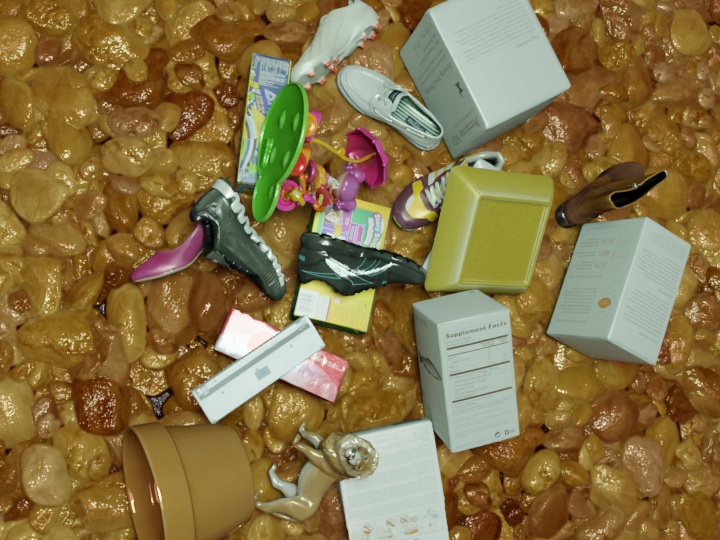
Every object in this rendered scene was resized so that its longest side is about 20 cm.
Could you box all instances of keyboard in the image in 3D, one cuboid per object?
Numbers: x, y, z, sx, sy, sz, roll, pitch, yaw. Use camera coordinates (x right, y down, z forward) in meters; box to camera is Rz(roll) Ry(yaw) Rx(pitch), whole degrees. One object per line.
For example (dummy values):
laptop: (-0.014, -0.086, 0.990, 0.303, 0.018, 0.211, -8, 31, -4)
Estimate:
keyboard: (-0.146, 0.142, 1.148, 0.198, 0.011, 0.057, -34, 98, -10)

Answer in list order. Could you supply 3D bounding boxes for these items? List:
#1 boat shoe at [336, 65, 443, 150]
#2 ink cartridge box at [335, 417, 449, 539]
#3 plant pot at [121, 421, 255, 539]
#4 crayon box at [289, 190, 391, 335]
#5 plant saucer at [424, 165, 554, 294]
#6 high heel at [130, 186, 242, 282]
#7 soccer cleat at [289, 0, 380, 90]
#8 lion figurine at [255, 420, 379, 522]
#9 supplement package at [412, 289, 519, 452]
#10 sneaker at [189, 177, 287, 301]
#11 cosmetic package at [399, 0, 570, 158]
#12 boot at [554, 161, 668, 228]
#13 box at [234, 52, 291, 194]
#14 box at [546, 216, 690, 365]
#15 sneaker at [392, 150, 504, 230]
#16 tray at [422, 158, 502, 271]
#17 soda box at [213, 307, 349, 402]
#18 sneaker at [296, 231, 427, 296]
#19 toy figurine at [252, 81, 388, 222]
boat shoe: (0.054, -0.272, 1.275, 0.198, 0.067, 0.074, 31, 77, -7)
ink cartridge box: (0.046, 0.341, 1.212, 0.157, 0.047, 0.204, -9, 88, -13)
plant pot: (-0.233, 0.297, 1.089, 0.138, 0.199, 0.204, -10, 85, -29)
crayon box: (-0.031, -0.012, 1.229, 0.117, 0.058, 0.204, 14, 80, -11)
plant saucer: (0.211, -0.050, 1.227, 0.197, 0.048, 0.203, 2, 109, -27)
high heel: (-0.260, -0.057, 1.175, 0.198, 0.067, 0.097, -26, 99, -19)
soccer cleat: (-0.052, -0.362, 1.265, 0.078, 0.069, 0.200, 44, 66, 4)
lion figurine: (-0.068, 0.305, 1.156, 0.122, 0.073, 0.201, 36, 109, -2)
supplement package: (0.157, 0.147, 1.191, 0.115, 0.117, 0.204, -11, 105, -12)
sneaker: (-0.184, -0.028, 1.158, 0.090, 0.066, 0.202, -39, 112, -25)
cosmetic package: (0.193, -0.321, 1.260, 0.165, 0.167, 0.202, -27, 89, -15)
boot: (0.424, -0.140, 1.271, 0.186, 0.200, 0.069, -23, 88, -14)
box: (-0.151, -0.222, 1.222, 0.063, 0.070, 0.204, 8, 81, -12)
box: (0.410, 0.033, 1.263, 0.105, 0.152, 0.203, 25, 79, -22)
sneaker: (0.139, -0.135, 1.264, 0.199, 0.090, 0.076, -34, 90, -15)
tray: (0.180, -0.064, 1.248, 0.106, 0.022, 0.202, 21, 100, -31)
soda box: (-0.119, 0.128, 1.190, 0.197, 0.063, 0.071, 25, 79, -8)
sneaker: (0.000, 0.000, 1.177, 0.196, 0.075, 0.081, 14, 94, -4)
toy figurine: (-0.046, -0.148, 1.160, 0.182, 0.150, 0.203, 13, 95, -30)
